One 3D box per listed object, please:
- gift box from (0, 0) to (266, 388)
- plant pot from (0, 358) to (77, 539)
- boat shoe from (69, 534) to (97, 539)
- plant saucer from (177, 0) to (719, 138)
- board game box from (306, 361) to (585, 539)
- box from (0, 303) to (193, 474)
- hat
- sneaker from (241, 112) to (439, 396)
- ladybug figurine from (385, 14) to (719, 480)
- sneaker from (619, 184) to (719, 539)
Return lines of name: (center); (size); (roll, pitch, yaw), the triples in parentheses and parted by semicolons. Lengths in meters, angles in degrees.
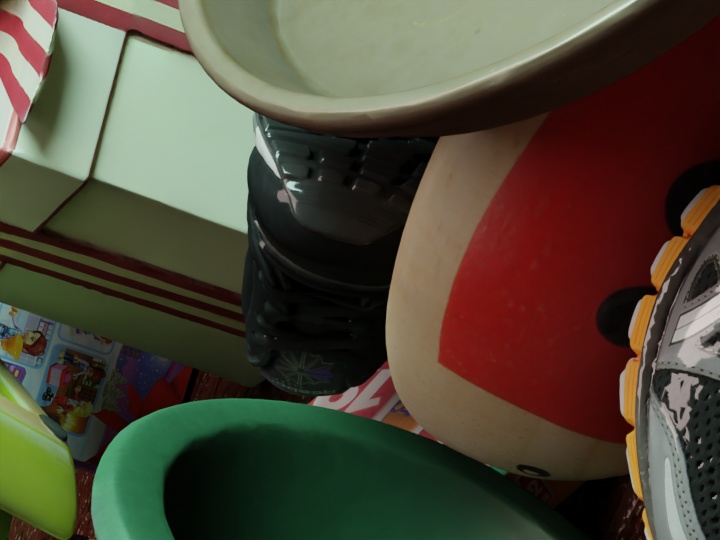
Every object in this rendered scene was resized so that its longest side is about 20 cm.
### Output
gift box: (-0.082, -0.060, 1.167); (0.185, 0.186, 0.200); (-42, 31, 58)
plant pot: (-0.243, 0.075, 1.183); (0.182, 0.199, 0.200); (-49, 45, 5)
boat shoe: (-0.102, 0.154, 1.175); (0.075, 0.075, 0.202); (-55, 4, -8)
plant saucer: (0.045, -0.106, 0.710); (0.200, 0.029, 0.200); (-24, 40, 22)
board game box: (-0.026, 0.092, 0.867); (0.200, 0.030, 0.095); (-40, 32, -19)
box: (-0.130, -0.016, 1.348); (0.039, 0.137, 0.200); (167, 121, -72)
hat: (-0.019, 0.156, 0.780); (0.200, 0.165, 0.176); (-96, 27, -67)
sneaker: (0.000, 0.000, 0.856); (0.200, 0.076, 0.088); (-49, -24, -83)
ladybug figurine: (0.080, -0.024, 0.755); (0.072, 0.136, 0.200); (43, 126, 32)
sneaker: (0.122, -0.007, 0.668); (0.200, 0.078, 0.077); (-69, 22, 1)
